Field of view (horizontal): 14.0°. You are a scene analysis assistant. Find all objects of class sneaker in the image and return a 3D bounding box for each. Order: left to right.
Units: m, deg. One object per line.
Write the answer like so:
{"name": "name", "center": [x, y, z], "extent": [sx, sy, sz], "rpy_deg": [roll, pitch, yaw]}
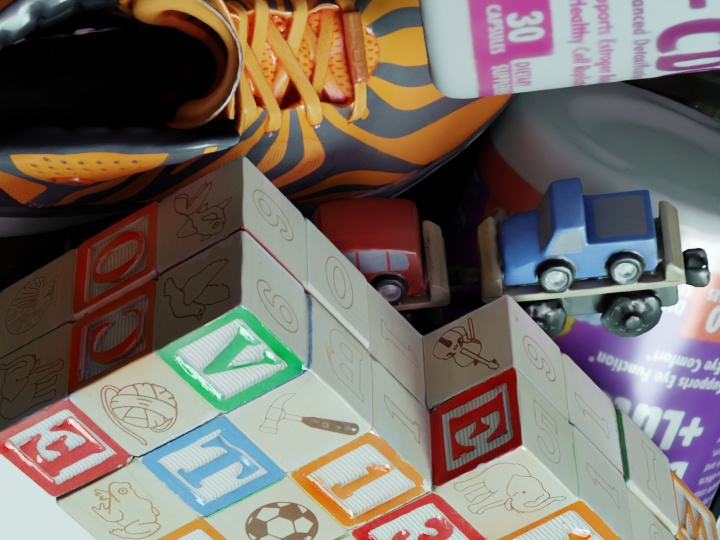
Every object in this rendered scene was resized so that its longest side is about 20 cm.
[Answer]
{"name": "sneaker", "center": [-0.031, -0.051, 0.815], "extent": [0.199, 0.112, 0.078], "rpy_deg": [-14, 88, -20]}

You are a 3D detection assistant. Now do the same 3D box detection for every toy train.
{"name": "toy train", "center": [0.000, 0.000, 0.835], "extent": [0.199, 0.034, 0.046], "rpy_deg": [-5, 129, 2]}

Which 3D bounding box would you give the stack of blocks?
{"name": "stack of blocks", "center": [0.004, 0.059, 0.815], "extent": [0.115, 0.059, 0.200], "rpy_deg": [-28, 127, 23]}

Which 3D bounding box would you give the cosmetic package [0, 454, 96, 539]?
{"name": "cosmetic package", "center": [-0.081, 0.104, 0.916], "extent": [0.112, 0.081, 0.201], "rpy_deg": [-16, 124, -18]}

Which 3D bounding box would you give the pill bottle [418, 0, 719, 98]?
{"name": "pill bottle", "center": [0.111, -0.113, 0.782], "extent": [0.199, 0.114, 0.114], "rpy_deg": [-7, 124, 3]}

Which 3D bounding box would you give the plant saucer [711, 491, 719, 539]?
{"name": "plant saucer", "center": [0.192, 0.088, 1.011], "extent": [0.199, 0.036, 0.201], "rpy_deg": [-12, 123, -20]}

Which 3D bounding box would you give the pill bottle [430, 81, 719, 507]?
{"name": "pill bottle", "center": [0.063, 0.049, 0.935], "extent": [0.111, 0.111, 0.201], "rpy_deg": [8, 115, -31]}
